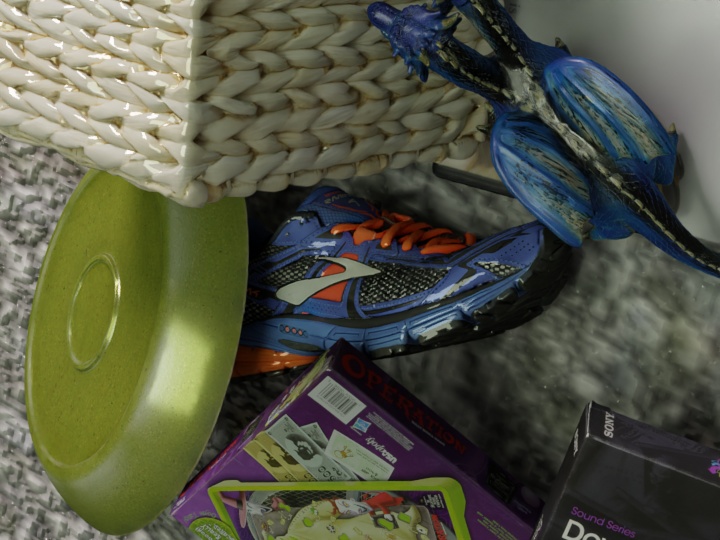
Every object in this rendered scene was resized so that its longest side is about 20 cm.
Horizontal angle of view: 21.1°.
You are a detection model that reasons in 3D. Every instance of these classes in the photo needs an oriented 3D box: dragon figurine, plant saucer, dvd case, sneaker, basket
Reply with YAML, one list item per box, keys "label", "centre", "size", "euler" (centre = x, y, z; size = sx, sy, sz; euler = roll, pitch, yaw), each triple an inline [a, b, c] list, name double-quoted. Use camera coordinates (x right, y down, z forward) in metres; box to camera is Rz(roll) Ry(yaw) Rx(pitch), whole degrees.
- label: "dragon figurine"
  centre: [0.084, -0.047, 0.738]
  size: [0.059, 0.099, 0.200]
  euler: [-46, 81, 11]
- label: "plant saucer"
  centre: [-0.113, 0.022, 0.903]
  size: [0.200, 0.031, 0.201]
  euler: [-29, 55, 53]
- label: "dvd case"
  centre: [0.124, -0.084, 0.787]
  size: [0.200, 0.018, 0.143]
  euler: [18, 108, 31]
- label: "sneaker"
  centre: [0.000, 0.000, 0.848]
  size: [0.200, 0.075, 0.079]
  euler: [-11, 89, 34]
- label: "basket"
  centre: [-0.065, -0.135, 0.790]
  size: [0.200, 0.198, 0.161]
  euler: [21, 113, 38]

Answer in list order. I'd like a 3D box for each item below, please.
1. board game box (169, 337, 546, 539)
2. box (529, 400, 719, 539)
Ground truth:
- label: "board game box"
  centre: [0.030, 0.129, 0.833]
  size: [0.200, 0.032, 0.120]
  euler: [40, 120, -10]
- label: "box"
  centre: [0.122, 0.166, 0.790]
  size: [0.143, 0.036, 0.200]
  euler: [20, 111, 0]
